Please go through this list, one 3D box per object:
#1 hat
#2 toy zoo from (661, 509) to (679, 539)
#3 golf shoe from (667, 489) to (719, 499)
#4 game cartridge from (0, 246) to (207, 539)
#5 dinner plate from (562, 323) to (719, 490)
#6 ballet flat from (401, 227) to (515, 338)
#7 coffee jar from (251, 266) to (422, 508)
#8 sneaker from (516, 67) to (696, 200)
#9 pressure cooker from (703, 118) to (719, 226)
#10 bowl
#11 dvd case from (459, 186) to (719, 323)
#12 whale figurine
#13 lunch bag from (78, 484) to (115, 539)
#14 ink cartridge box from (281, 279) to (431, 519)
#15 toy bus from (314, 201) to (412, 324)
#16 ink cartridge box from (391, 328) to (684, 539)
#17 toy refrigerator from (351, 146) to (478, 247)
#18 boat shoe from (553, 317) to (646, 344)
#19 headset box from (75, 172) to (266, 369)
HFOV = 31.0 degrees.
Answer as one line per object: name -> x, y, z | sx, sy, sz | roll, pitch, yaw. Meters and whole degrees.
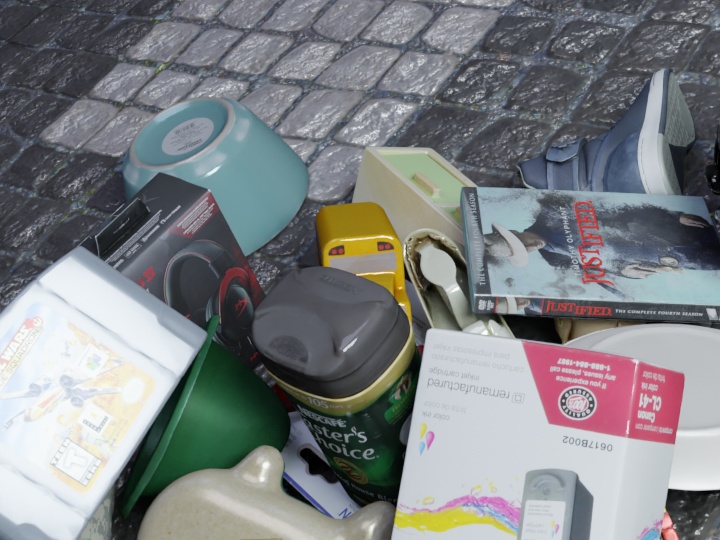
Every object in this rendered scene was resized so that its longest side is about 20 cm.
hat -> -0.070, 0.139, 1.018 | 0.176, 0.200, 0.166 | 26, 34, -9
toy zoo -> 0.141, 0.189, 0.842 | 0.131, 0.020, 0.201 | -21, 67, 4
golf shoe -> 0.198, 0.124, 0.925 | 0.199, 0.078, 0.095 | -13, 29, 4
game cartridge -> -0.213, 0.089, 0.906 | 0.200, 0.133, 0.042 | -59, 16, -20
dinner plate -> 0.212, 0.079, 0.874 | 0.199, 0.024, 0.200 | -4, 27, 2
ballet flat -> 0.080, 0.044, 0.982 | 0.069, 0.070, 0.200 | -25, 53, -1
coffee jar -> 0.005, 0.088, 0.893 | 0.104, 0.200, 0.085 | 20, 59, 41
sneaker -> 0.218, -0.107, 1.161 | 0.146, 0.077, 0.202 | -18, 22, 30
pressure cooker -> 0.346, -0.062, 0.944 | 0.178, 0.200, 0.176 | -4, 42, 22
bowl -> -0.164, -0.103, 1.333 | 0.200, 0.105, 0.201 | -15, 40, 13
dvd case -> 0.179, -0.014, 0.998 | 0.199, 0.022, 0.146 | 2, 37, -1
whale figurine -> -0.060, 0.207, 0.930 | 0.199, 0.104, 0.160 | -7, 76, 18
lunch bag -> -0.264, 0.166, 0.987 | 0.139, 0.167, 0.201 | -13, 74, 43
ink cartridge box -> 0.028, 0.116, 1.038 | 0.200, 0.043, 0.196 | -41, 42, -13
toy bus -> 0.000, 0.000, 1.044 | 0.065, 0.079, 0.200 | -4, 12, -3
ink cartridge box -> 0.102, 0.145, 0.787 | 0.147, 0.086, 0.201 | 6, 82, 33
toy refrigerator -> 0.074, -0.044, 1.146 | 0.076, 0.070, 0.200 | -1, 29, -29
boat shoe -> 0.177, 0.025, 1.024 | 0.074, 0.069, 0.200 | -35, 28, 28
headset box -> -0.168, 0.027, 1.114 | 0.075, 0.200, 0.149 | 20, 55, 41
